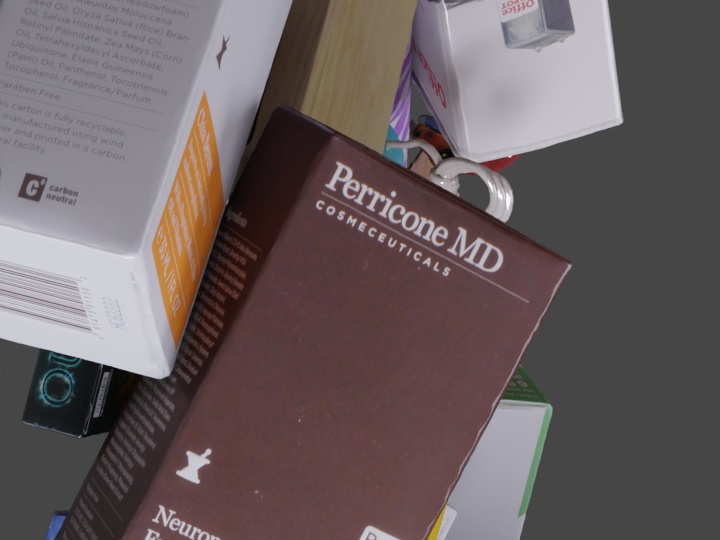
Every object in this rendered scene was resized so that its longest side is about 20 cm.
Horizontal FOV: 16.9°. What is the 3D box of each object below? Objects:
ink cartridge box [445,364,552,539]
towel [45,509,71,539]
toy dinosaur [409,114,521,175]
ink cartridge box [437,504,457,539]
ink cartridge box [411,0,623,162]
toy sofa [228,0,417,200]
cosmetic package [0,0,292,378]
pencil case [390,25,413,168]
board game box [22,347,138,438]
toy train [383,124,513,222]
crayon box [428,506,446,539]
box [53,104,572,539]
[{"bbox_3d":[0.033,0.095,1.512,0.200,0.083,0.147,-124,-139,-56],"label":"ink cartridge box"},{"bbox_3d":[-0.119,0.163,1.065,0.200,0.024,0.148,-11,117,-80],"label":"towel"},{"bbox_3d":[0.066,-0.144,1.238,0.200,0.104,0.183,-15,-93,65],"label":"toy dinosaur"},{"bbox_3d":[-0.024,0.213,1.357,0.201,0.044,0.094,-62,-162,-17],"label":"ink cartridge box"},{"bbox_3d":[0.053,-0.172,1.109,0.146,0.084,0.201,-113,-168,-59],"label":"ink cartridge box"},{"bbox_3d":[-0.019,-0.094,0.930,0.083,0.097,0.201,53,42,-49],"label":"toy sofa"},{"bbox_3d":[-0.069,-0.080,0.789,0.102,0.071,0.201,86,19,-67],"label":"cosmetic package"},{"bbox_3d":[-0.018,-0.091,1.151,0.086,0.084,0.200,-47,160,-21],"label":"pencil case"},{"bbox_3d":[-0.082,-0.037,0.935,0.135,0.028,0.202,27,77,-85],"label":"board game box"},{"bbox_3d":[0.000,0.000,1.103,0.056,0.149,0.201,-55,169,-51],"label":"toy train"},{"bbox_3d":[-0.037,0.127,0.968,0.200,0.058,0.174,48,55,-61],"label":"crayon box"},{"bbox_3d":[-0.024,0.058,0.814,0.201,0.100,0.075,-63,-159,1],"label":"box"}]
